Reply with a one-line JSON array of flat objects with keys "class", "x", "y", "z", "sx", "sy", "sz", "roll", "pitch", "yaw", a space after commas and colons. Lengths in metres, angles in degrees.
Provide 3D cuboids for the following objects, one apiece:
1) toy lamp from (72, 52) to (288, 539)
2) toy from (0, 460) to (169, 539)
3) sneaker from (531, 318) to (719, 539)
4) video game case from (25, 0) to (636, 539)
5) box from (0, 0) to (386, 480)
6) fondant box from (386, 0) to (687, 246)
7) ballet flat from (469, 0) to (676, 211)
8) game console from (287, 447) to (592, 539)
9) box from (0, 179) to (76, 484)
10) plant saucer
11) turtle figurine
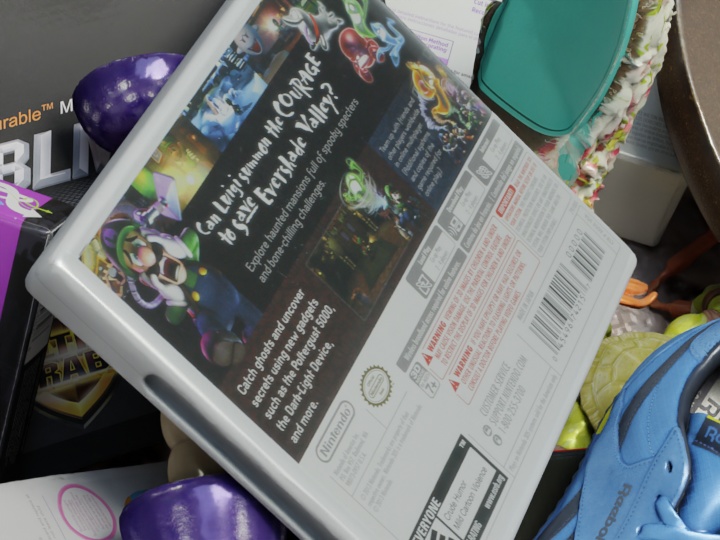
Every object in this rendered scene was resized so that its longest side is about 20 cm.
[{"class": "toy lamp", "x": -0.060, "y": 0.028, "z": 0.796, "sx": 0.058, "sy": 0.058, "sz": 0.202, "roll": -5, "pitch": 65, "yaw": -14}, {"class": "toy", "x": -0.057, "y": 0.124, "z": 0.814, "sx": 0.199, "sy": 0.047, "sz": 0.116, "roll": -6, "pitch": 58, "yaw": -51}, {"class": "sneaker", "x": 0.096, "y": 0.093, "z": 0.797, "sx": 0.066, "sy": 0.078, "sz": 0.201, "roll": 33, "pitch": 58, "yaw": -5}, {"class": "video game case", "x": 0.000, "y": 0.000, "z": 0.811, "sx": 0.182, "sy": 0.023, "sz": 0.201, "roll": 44, "pitch": 45, "yaw": -13}, {"class": "box", "x": -0.079, "y": -0.040, "z": 0.887, "sx": 0.199, "sy": 0.050, "sz": 0.200, "roll": -16, "pitch": 107, "yaw": -19}, {"class": "fondant box", "x": 0.084, "y": -0.122, "z": 1.034, "sx": 0.143, "sy": 0.058, "sz": 0.201, "roll": 16, "pitch": 58, "yaw": 0}, {"class": "ballet flat", "x": 0.075, "y": -0.059, "z": 0.920, "sx": 0.064, "sy": 0.201, "sz": 0.076, "roll": -17, "pitch": 54, "yaw": -43}, {"class": "game console", "x": 0.056, "y": 0.157, "z": 0.811, "sx": 0.175, "sy": 0.031, "sz": 0.201, "roll": -4, "pitch": 65, "yaw": -23}, {"class": "box", "x": -0.207, "y": 0.014, "z": 0.839, "sx": 0.198, "sy": 0.144, "sz": 0.036, "roll": 19, "pitch": 21, "yaw": 7}, {"class": "plant saucer", "x": 0.177, "y": -0.052, "z": 0.971, "sx": 0.200, "sy": 0.032, "sz": 0.202, "roll": 29, "pitch": 49, "yaw": -39}, {"class": "turtle figurine", "x": 0.127, "y": 0.058, "z": 0.925, "sx": 0.199, "sy": 0.065, "sz": 0.161, "roll": -35, "pitch": 70, "yaw": -27}]
